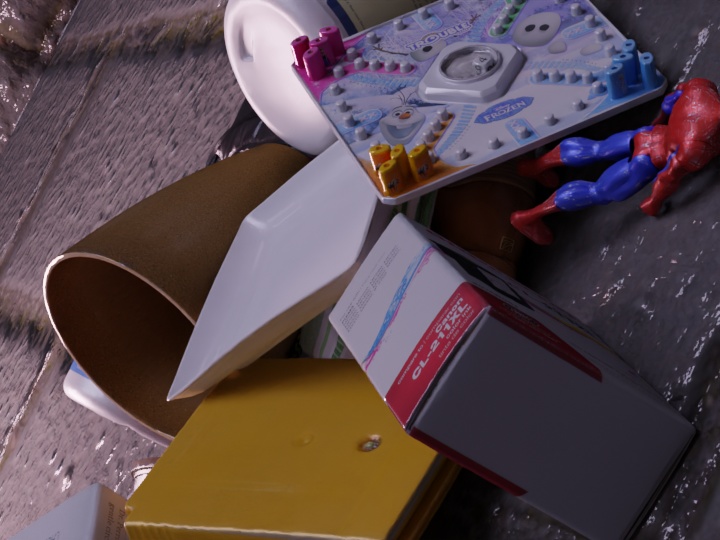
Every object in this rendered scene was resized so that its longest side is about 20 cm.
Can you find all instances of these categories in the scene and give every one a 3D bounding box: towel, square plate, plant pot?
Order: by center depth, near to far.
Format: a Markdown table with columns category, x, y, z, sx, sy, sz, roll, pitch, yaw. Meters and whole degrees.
| category | x | y | z | sx | sy | sz | roll | pitch | yaw |
| --- | --- | --- | --- | --- | --- | --- | --- | --- | --- |
| square plate | -0.036 | -0.015 | 1.452 | 0.200 | 0.028 | 0.199 | -36 | 23 | 37 |
| towel | 0.000 | 0.000 | 1.519 | 0.200 | 0.023 | 0.154 | -155 | 75 | -71 |
| plant pot | -0.107 | -0.001 | 1.648 | 0.200 | 0.186 | 0.186 | -48 | 9 | -33 |

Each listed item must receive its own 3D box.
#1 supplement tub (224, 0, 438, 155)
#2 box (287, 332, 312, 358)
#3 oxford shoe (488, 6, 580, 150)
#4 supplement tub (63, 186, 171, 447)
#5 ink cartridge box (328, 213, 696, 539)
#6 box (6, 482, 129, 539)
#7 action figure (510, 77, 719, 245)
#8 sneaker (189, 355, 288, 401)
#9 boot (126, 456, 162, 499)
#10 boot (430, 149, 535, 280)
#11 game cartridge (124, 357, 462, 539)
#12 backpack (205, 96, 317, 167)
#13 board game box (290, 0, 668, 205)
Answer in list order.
| category | x | y | z | sx | sy | sz | roll | pitch | yaw |
| --- | --- | --- | --- | --- | --- | --- | --- | --- | --- |
| supplement tub | 0.013 | -0.191 | 1.631 | 0.200 | 0.145 | 0.145 | -33 | 4 | -30 |
| box | -0.010 | 0.039 | 1.642 | 0.110 | 0.035 | 0.201 | -26 | 40 | 60 |
| oxford shoe | 0.114 | -0.166 | 1.534 | 0.073 | 0.084 | 0.200 | -55 | 18 | 24 |
| supplement tub | -0.157 | 0.044 | 1.869 | 0.201 | 0.131 | 0.132 | -65 | 19 | -5 |
| ink cartridge box | 0.078 | 0.056 | 1.218 | 0.083 | 0.145 | 0.200 | -58 | 20 | 7 |
| box | -0.197 | 0.280 | 1.407 | 0.200 | 0.131 | 0.200 | -34 | 33 | 32 |
| action figure | 0.171 | -0.069 | 1.306 | 0.200 | 0.052 | 0.066 | -25 | 46 | 53 |
| sneaker | -0.081 | 0.076 | 1.735 | 0.075 | 0.080 | 0.201 | 93 | -166 | -63 |
| boot | -0.130 | 0.190 | 1.504 | 0.200 | 0.074 | 0.098 | 118 | 158 | -69 |
| boot | 0.050 | -0.001 | 1.495 | 0.200 | 0.073 | 0.156 | 138 | 147 | -57 |
| game cartridge | -0.031 | 0.118 | 1.363 | 0.199 | 0.033 | 0.176 | -1 | 34 | 32 |
| backpack | -0.031 | -0.120 | 1.779 | 0.200 | 0.126 | 0.168 | -5 | 64 | 69 |
| board game box | 0.071 | -0.136 | 1.434 | 0.199 | 0.026 | 0.200 | -23 | 37 | -8 |
